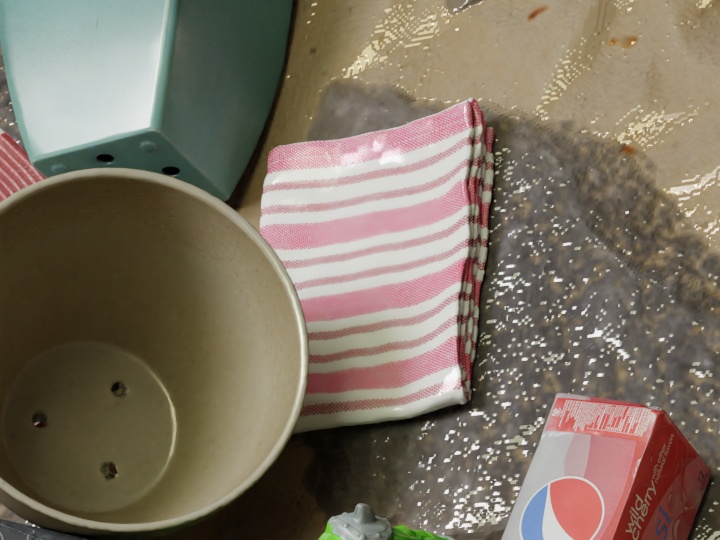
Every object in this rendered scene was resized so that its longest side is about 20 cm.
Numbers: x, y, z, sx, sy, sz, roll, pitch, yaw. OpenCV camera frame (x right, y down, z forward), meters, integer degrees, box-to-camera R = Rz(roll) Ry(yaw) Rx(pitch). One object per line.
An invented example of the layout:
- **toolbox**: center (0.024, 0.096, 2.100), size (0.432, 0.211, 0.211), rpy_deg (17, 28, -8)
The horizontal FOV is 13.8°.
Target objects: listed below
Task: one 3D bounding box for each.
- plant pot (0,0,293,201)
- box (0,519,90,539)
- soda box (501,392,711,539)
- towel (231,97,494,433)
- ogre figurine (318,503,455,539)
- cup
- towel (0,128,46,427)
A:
- **plant pot**: center (-0.131, -0.137, 1.783), size (0.141, 0.141, 0.201), rpy_deg (-13, 58, 25)
- **box**: center (-0.161, 0.248, 1.516), size (0.132, 0.115, 0.201), rpy_deg (9, 63, 36)
- **soda box**: center (0.102, 0.163, 1.441), size (0.063, 0.070, 0.201), rpy_deg (5, 60, 36)
- **towel**: center (0.000, 0.000, 1.662), size (0.146, 0.030, 0.201), rpy_deg (-13, 51, 26)
- **ogre figurine**: center (-0.019, 0.198, 1.457), size (0.200, 0.120, 0.098), rpy_deg (-36, 45, 4)
- **cup**: center (-0.139, 0.065, 1.600), size (0.199, 0.143, 0.201), rpy_deg (5, 67, -11)
- **towel**: center (-0.220, 0.012, 1.737), size (0.144, 0.023, 0.200), rpy_deg (-35, 63, -15)
